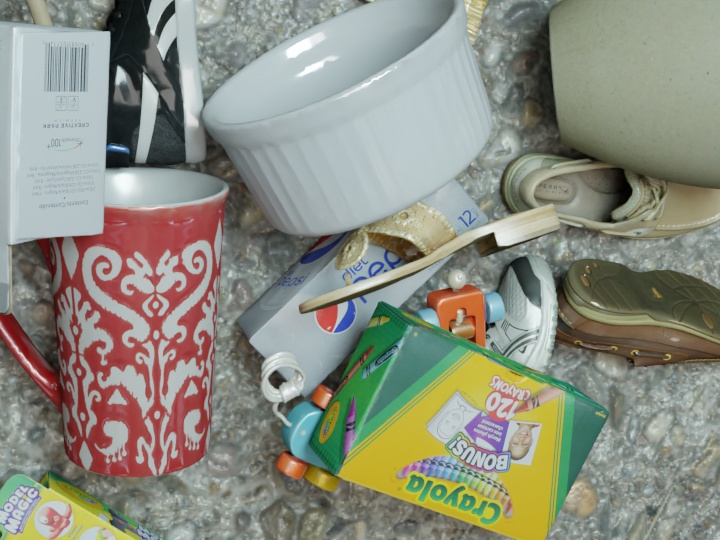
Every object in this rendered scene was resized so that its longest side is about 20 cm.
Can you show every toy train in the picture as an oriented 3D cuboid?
[{"bbox_3d":[0.014,0.081,0.963,0.198,0.056,0.152,-16,113,-19],"label":"toy train"}]

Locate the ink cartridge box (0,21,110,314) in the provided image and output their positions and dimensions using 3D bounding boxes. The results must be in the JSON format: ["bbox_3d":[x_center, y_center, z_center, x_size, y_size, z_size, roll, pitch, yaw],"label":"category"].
[{"bbox_3d":[-0.267,-0.077,0.837,0.084,0.199,0.177,-12,110,-56],"label":"ink cartridge box"}]

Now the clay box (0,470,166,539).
[{"bbox_3d":[-0.214,0.244,0.991,0.199,0.048,0.115,36,91,-16],"label":"clay box"}]

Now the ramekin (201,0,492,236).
[{"bbox_3d":[-0.003,-0.110,0.898,0.199,0.200,0.098,-29,114,-6],"label":"ramekin"}]

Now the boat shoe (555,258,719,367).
[{"bbox_3d":[0.242,0.044,1.058,0.198,0.072,0.068,11,132,-23],"label":"boat shoe"}]

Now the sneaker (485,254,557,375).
[{"bbox_3d":[0.097,0.081,1.020,0.087,0.076,0.202,14,93,-9],"label":"sneaker"}]

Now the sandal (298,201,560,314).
[{"bbox_3d":[0.041,-0.032,0.928,0.210,0.078,0.070,-18,86,-17],"label":"sandal"}]

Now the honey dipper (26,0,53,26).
[{"bbox_3d":[-0.223,-0.188,0.875,0.038,0.038,0.202,-17,79,-9],"label":"honey dipper"}]

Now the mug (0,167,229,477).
[{"bbox_3d":[-0.179,0.032,0.935,0.133,0.176,0.202,-21,117,-54],"label":"mug"}]

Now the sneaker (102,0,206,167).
[{"bbox_3d":[-0.172,-0.171,0.905,0.111,0.073,0.202,-7,103,-11],"label":"sneaker"}]

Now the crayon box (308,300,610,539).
[{"bbox_3d":[0.075,0.116,0.937,0.199,0.058,0.120,24,96,-30],"label":"crayon box"}]

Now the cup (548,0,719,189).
[{"bbox_3d":[0.218,-0.155,0.958,0.142,0.200,0.202,-4,104,14],"label":"cup"}]

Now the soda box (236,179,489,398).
[{"bbox_3d":[0.000,0.000,0.985,0.200,0.063,0.068,-44,109,-2],"label":"soda box"}]

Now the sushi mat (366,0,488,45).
[{"bbox_3d":[0.017,-0.252,0.965,0.199,0.012,0.096,22,97,-16],"label":"sushi mat"}]

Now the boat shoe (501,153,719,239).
[{"bbox_3d":[0.216,-0.059,1.024,0.198,0.065,0.073,4,100,-14],"label":"boat shoe"}]
